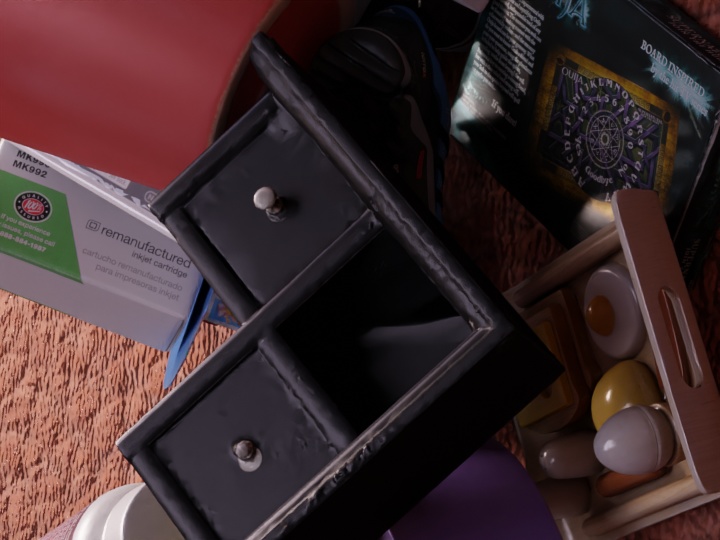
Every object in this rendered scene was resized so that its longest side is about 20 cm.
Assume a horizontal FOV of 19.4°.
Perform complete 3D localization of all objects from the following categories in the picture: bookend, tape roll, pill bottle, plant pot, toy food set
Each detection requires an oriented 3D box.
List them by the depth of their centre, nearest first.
[{"bbox_3d":[-0.045,0.032,1.001,0.199,0.092,0.200,-41,65,6],"label":"bookend"},{"bbox_3d":[0.104,0.060,1.030,0.200,0.060,0.144,-37,66,61],"label":"toy food set"},{"bbox_3d":[0.043,0.190,1.086,0.200,0.084,0.201,169,90,-72],"label":"tape roll"},{"bbox_3d":[-0.112,-0.132,1.099,0.177,0.200,0.201,28,118,17],"label":"plant pot"},{"bbox_3d":[-0.159,0.211,1.421,0.200,0.114,0.115,-36,60,51],"label":"pill bottle"}]

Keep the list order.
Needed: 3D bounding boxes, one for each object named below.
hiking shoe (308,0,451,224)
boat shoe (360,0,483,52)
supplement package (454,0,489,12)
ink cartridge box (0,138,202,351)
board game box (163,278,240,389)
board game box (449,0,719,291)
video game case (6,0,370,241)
[{"bbox_3d":[0.024,-0.047,1.132,0.074,0.087,0.201,12,123,23],"label":"hiking shoe"},{"bbox_3d":[0.006,-0.156,1.225,0.200,0.056,0.069,5,94,57],"label":"boat shoe"},{"bbox_3d":[0.000,-0.258,1.114,0.151,0.151,0.200,-59,38,4],"label":"supplement package"},{"bbox_3d":[-0.148,-0.073,1.307,0.084,0.145,0.201,128,161,-68],"label":"ink cartridge box"},{"bbox_3d":[-0.072,-0.013,1.328,0.158,0.039,0.201,133,157,-70],"label":"board game box"},{"bbox_3d":[0.119,-0.083,1.072,0.200,0.028,0.136,49,131,46],"label":"board game box"},{"bbox_3d":[-0.112,-0.126,1.206,0.199,0.023,0.182,30,90,27],"label":"video game case"}]
